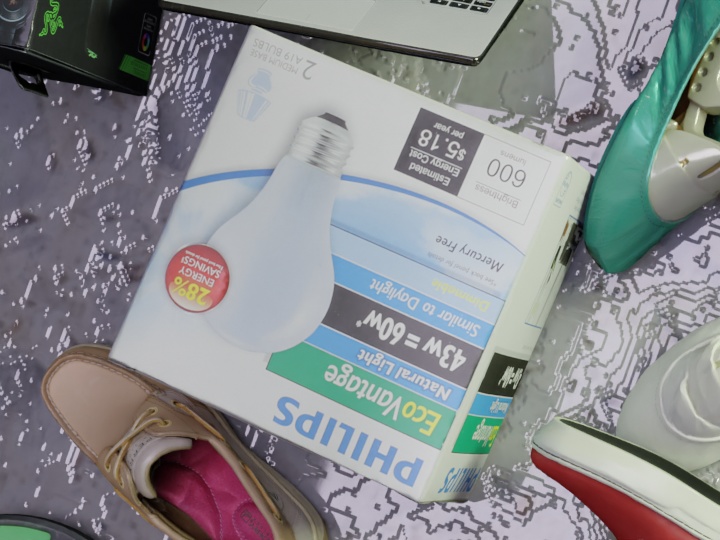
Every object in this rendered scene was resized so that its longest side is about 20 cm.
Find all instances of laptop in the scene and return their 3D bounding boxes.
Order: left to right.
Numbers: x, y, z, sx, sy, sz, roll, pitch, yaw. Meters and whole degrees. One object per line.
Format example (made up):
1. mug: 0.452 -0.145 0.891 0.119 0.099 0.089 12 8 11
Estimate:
1. laptop: 0.009 -0.221 1.300 0.187 0.200 0.116 12 125 17

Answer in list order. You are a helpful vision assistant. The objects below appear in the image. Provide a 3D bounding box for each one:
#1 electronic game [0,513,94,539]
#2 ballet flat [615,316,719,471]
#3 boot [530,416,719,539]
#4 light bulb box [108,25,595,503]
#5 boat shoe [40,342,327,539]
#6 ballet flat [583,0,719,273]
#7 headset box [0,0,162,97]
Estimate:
1. electronic game: -0.206 0.243 1.361 0.200 0.042 0.200 -1 85 16
2. ballet flat: 0.220 0.046 1.244 0.200 0.069 0.069 -30 79 12
3. boot: 0.153 0.179 1.238 0.200 0.072 0.144 32 98 0
4. light bulb box: 0.000 0.000 1.278 0.198 0.125 0.200 23 91 16
5. boat shoe: -0.107 0.108 1.328 0.200 0.069 0.074 35 95 15
6. ballet flat: 0.184 -0.086 1.256 0.070 0.067 0.200 24 91 45
7. headset box: -0.176 -0.200 1.317 0.093 0.174 0.200 11 88 17
